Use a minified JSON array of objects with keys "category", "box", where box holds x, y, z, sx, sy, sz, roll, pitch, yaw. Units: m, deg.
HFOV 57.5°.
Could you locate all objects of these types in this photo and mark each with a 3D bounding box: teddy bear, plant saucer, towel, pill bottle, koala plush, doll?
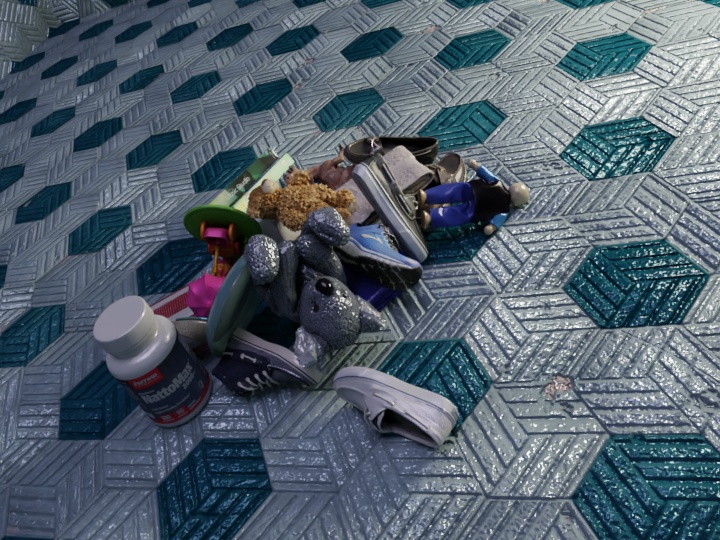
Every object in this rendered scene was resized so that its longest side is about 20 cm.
[{"category":"teddy bear","box":[-0.106,-0.123,1.167,0.196,0.067,0.146,22,56,15]},{"category":"plant saucer","box":[-0.204,0.047,1.094,0.027,0.202,0.202,25,55,7]},{"category":"towel","box":[-0.346,0.108,1.232,0.142,0.023,0.201,-28,38,0]},{"category":"pill bottle","box":[-0.331,0.144,1.044,0.117,0.202,0.121,-14,40,12]},{"category":"towel","box":[0.000,0.000,1.155,0.147,0.050,0.200,-40,42,-8]},{"category":"koala plush","box":[-0.062,0.045,1.016,0.175,0.186,0.201,-26,54,-22]},{"category":"doll","box":[0.200,-0.127,1.147,0.195,0.049,0.140,-7,78,-4]},{"category":"towel","box":[0.027,-0.148,1.212,0.198,0.035,0.133,-36,41,-1]}]

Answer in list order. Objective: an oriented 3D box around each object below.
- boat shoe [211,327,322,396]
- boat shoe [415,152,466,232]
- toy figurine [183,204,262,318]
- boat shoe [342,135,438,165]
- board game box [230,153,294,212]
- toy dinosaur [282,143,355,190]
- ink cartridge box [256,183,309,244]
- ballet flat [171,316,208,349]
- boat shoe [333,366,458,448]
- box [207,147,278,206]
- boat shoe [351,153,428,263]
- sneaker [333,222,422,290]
[{"category":"boat shoe","box":[-0.151,0.166,1.042,0.197,0.075,0.094,16,68,40]},{"category":"boat shoe","box":[0.144,-0.161,1.228,0.073,0.074,0.202,5,49,31]},{"category":"toy figurine","box":[-0.261,0.012,1.207,0.146,0.201,0.188,3,64,2]},{"category":"boat shoe","box":[0.062,-0.245,1.305,0.195,0.058,0.068,0,53,-17]},{"category":"board game box","box":[-0.231,-0.157,1.387,0.134,0.029,0.201,-30,18,48]},{"category":"toy dinosaur","box":[-0.047,-0.176,1.345,0.196,0.086,0.137,20,66,21]},{"category":"ink cartridge box","box":[-0.172,-0.102,1.305,0.117,0.068,0.198,-48,24,-26]},{"category":"ballet flat","box":[-0.323,0.119,1.151,0.196,0.067,0.064,-4,65,36]},{"category":"boat shoe","box":[0.035,0.189,0.907,0.196,0.075,0.066,8,45,35]},{"category":"box","box":[-0.275,-0.177,1.438,0.201,0.036,0.144,-51,14,-27]},{"category":"boat shoe","box":[0.066,-0.108,1.120,0.070,0.202,0.072,-37,14,-9]},{"category":"sneaker","box":[0.032,-0.037,1.074,0.089,0.079,0.198,-47,43,-15]}]
